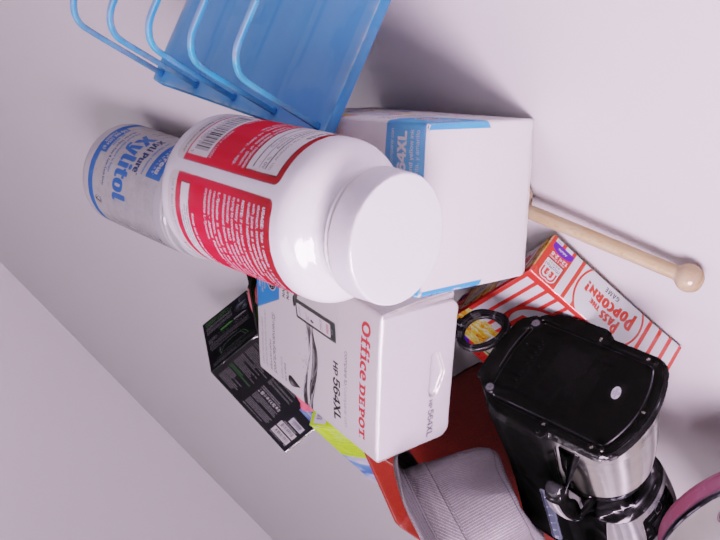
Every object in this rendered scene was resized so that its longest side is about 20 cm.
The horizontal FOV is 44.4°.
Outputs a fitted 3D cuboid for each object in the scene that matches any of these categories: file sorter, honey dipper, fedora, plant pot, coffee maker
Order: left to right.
[{"bbox_3d":[-0.100,-0.204,0.662,0.199,0.140,0.122,24,-179,33],"label":"file sorter"},{"bbox_3d":[0.104,0.221,0.782,0.178,0.090,0.200,61,180,15],"label":"fedora"},{"bbox_3d":[0.149,0.228,1.005,0.199,0.176,0.201,25,151,32],"label":"plant pot"},{"bbox_3d":[0.186,0.141,0.788,0.192,0.134,0.201,52,169,45],"label":"coffee maker"},{"bbox_3d":[0.180,-0.031,0.712,0.199,0.038,0.038,25,151,26],"label":"honey dipper"}]

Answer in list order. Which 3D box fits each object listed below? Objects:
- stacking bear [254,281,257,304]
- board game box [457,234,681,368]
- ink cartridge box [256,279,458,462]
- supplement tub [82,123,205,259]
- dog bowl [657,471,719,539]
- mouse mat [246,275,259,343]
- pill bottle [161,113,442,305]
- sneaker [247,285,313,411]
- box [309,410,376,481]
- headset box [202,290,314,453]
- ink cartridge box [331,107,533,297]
[{"bbox_3d":[0.000,0.000,0.938,0.199,0.114,0.122,17,119,26],"label":"stacking bear"},{"bbox_3d":[0.181,0.061,0.839,0.151,0.046,0.200,41,155,-1],"label":"board game box"},{"bbox_3d":[-0.011,0.057,0.811,0.200,0.084,0.147,29,126,48],"label":"ink cartridge box"},{"bbox_3d":[-0.241,-0.102,1.098,0.199,0.132,0.132,20,148,38],"label":"supplement tub"},{"bbox_3d":[0.341,0.230,0.735,0.074,0.199,0.201,-103,-8,-47],"label":"dog bowl"},{"bbox_3d":[-0.115,-0.023,1.033,0.007,0.162,0.200,4,150,0],"label":"mouse mat"},{"bbox_3d":[-0.043,-0.043,0.616,0.199,0.112,0.113,20,148,44],"label":"pill bottle"},{"bbox_3d":[-0.099,0.097,1.146,0.201,0.073,0.087,57,137,23],"label":"sneaker"},{"bbox_3d":[0.032,0.221,1.117,0.121,0.048,0.200,1,150,26],"label":"box"},{"bbox_3d":[-0.145,0.145,1.330,0.174,0.093,0.200,52,179,-21],"label":"headset box"},{"bbox_3d":[0.021,-0.066,0.720,0.199,0.128,0.126,15,109,44],"label":"ink cartridge box"}]
